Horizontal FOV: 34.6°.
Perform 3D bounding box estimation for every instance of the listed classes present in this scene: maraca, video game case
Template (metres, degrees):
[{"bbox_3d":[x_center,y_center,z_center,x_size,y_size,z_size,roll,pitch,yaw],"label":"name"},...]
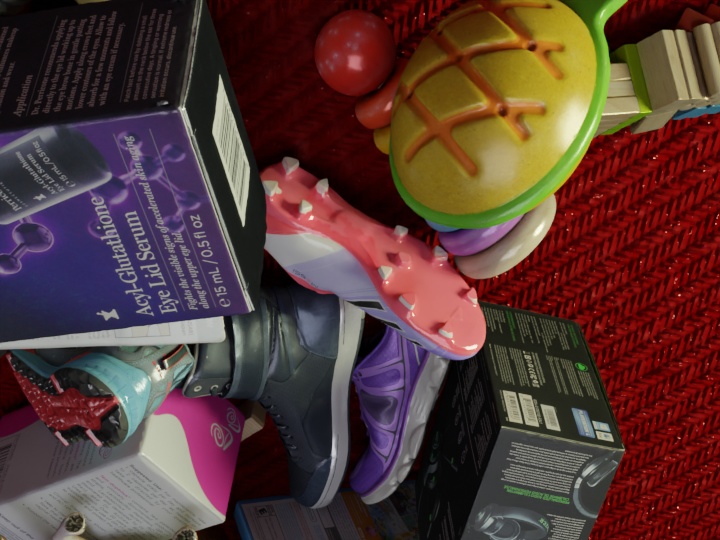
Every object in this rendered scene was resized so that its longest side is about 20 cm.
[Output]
[{"bbox_3d":[0.089,-0.116,0.688,0.136,0.202,0.107,17,165,34],"label":"maraca"},{"bbox_3d":[0.012,0.232,0.916,0.197,0.144,0.018,-1,129,-26],"label":"video game case"}]

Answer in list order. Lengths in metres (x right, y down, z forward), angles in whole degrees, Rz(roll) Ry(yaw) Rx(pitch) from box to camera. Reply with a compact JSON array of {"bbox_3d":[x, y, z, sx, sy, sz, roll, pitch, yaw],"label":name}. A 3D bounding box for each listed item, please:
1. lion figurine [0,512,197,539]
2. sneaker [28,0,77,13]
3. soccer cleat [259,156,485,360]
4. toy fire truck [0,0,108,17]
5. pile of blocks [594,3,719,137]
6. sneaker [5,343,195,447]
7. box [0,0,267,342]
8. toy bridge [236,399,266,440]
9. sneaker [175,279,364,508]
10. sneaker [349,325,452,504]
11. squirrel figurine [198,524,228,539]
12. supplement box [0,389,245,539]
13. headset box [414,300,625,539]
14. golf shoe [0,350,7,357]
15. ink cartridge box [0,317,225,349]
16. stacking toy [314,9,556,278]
[{"bbox_3d":[-0.173,0.230,0.865,0.197,0.073,0.123,12,154,6],"label":"lion figurine"},{"bbox_3d":[-0.158,-0.111,0.768,0.071,0.082,0.203,3,111,38],"label":"sneaker"},{"bbox_3d":[0.000,0.000,0.812,0.199,0.067,0.077,36,142,5],"label":"soccer cleat"},{"bbox_3d":[-0.198,-0.156,0.658,0.175,0.128,0.202,-38,74,24],"label":"toy fire truck"},{"bbox_3d":[0.206,-0.134,0.756,0.197,0.082,0.063,-11,82,-3],"label":"pile of blocks"},{"bbox_3d":[-0.182,0.073,0.830,0.199,0.095,0.080,3,123,53],"label":"sneaker"},{"bbox_3d":[-0.163,-0.051,0.624,0.197,0.105,0.149,-8,136,8],"label":"box"},{"bbox_3d":[-0.160,0.077,0.918,0.067,0.027,0.200,-31,120,23],"label":"toy bridge"},{"bbox_3d":[-0.079,0.098,0.874,0.144,0.077,0.205,-6,116,-24],"label":"sneaker"},{"bbox_3d":[0.023,0.092,0.913,0.082,0.081,0.202,19,117,6],"label":"sneaker"},{"bbox_3d":[-0.030,0.292,0.971,0.184,0.200,0.144,-12,116,-7],"label":"squirrel figurine"},{"bbox_3d":[-0.201,0.154,0.903,0.198,0.102,0.103,-23,128,29],"label":"supplement box"},{"bbox_3d":[0.107,0.157,0.867,0.091,0.175,0.203,12,115,-7],"label":"headset box"},{"bbox_3d":[-0.259,-0.013,0.817,0.076,0.089,0.202,13,123,-1],"label":"golf shoe"},{"bbox_3d":[-0.187,-0.034,0.740,0.196,0.050,0.165,-3,108,4],"label":"ink cartridge box"},{"bbox_3d":[0.041,-0.089,0.772,0.085,0.086,0.200,-36,113,23],"label":"stacking toy"}]
